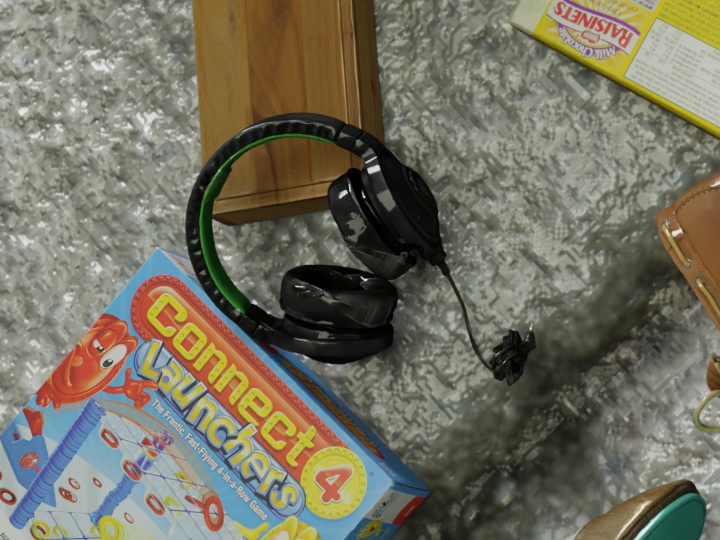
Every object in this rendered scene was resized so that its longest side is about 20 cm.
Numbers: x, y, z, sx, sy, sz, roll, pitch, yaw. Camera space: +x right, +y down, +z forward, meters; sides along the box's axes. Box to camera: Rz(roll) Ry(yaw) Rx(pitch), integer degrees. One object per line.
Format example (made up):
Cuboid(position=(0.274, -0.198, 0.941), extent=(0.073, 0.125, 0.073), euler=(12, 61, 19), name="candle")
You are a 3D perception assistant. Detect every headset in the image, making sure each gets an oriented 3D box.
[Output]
Cuboid(position=(0.000, 0.000, 1.266), extent=(0.200, 0.094, 0.124), euler=(28, 106, 1), name="headset")

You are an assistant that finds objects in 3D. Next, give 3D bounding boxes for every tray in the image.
Cuboid(position=(-0.043, -0.132, 1.351), extent=(0.099, 0.037, 0.200), euler=(-9, 78, 21), name="tray")

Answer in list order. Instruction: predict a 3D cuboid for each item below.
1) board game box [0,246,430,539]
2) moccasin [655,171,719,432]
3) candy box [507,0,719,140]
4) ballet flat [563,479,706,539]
Cuboid(position=(-0.099, 0.126, 1.316), extent=(0.200, 0.056, 0.196), euler=(43, 98, 23), name="board game box")
Cuboid(position=(0.204, 0.047, 1.198), extent=(0.078, 0.074, 0.201), euler=(-31, 73, 24), name="moccasin")
Cuboid(position=(0.185, -0.129, 1.262), extent=(0.200, 0.026, 0.102), euler=(32, 96, 24), name="candy box")
Cuboid(position=(0.106, 0.188, 1.226), extent=(0.072, 0.068, 0.200), euler=(26, 95, 43), name="ballet flat")
